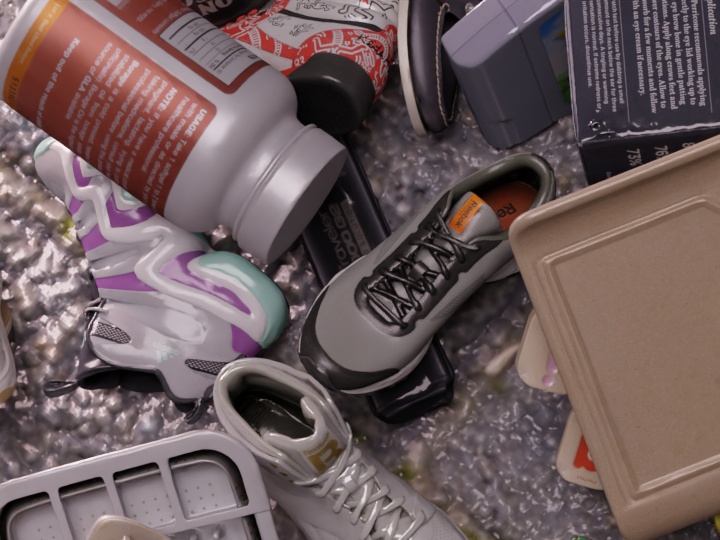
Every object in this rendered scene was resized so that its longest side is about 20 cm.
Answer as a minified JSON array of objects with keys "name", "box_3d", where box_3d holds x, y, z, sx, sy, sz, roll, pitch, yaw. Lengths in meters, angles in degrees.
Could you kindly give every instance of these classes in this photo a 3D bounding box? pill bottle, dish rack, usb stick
[{"name":"pill bottle","box_3d":[-0.111,-0.095,1.661,0.200,0.112,0.112,36,81,8]},{"name":"dish rack","box_3d":[-0.119,0.198,1.620,0.171,0.044,0.201,-15,98,5]},{"name":"usb stick","box_3d":[0.000,0.000,1.709,0.055,0.033,0.201,-26,68,6]}]

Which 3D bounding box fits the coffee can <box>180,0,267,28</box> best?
[{"name":"coffee can","box_3d":[-0.129,-0.252,1.736,0.145,0.200,0.147,-4,70,11]}]

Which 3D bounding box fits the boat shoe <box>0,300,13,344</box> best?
[{"name":"boat shoe","box_3d":[-0.282,0.098,1.715,0.072,0.065,0.200,17,55,30]}]

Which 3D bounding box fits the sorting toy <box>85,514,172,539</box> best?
[{"name":"sorting toy","box_3d":[-0.090,0.262,1.534,0.179,0.107,0.201,22,36,-14]}]

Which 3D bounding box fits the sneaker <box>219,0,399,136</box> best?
[{"name":"sneaker","box_3d":[-0.065,-0.136,1.760,0.200,0.067,0.108,1,43,31]}]

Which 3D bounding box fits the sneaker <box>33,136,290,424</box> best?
[{"name":"sneaker","box_3d":[-0.156,0.016,1.711,0.200,0.078,0.140,37,80,21]}]

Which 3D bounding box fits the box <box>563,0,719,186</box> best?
[{"name":"box","box_3d":[0.227,-0.097,1.633,0.199,0.148,0.105,-6,65,8]}]

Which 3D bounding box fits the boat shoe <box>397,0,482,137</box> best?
[{"name":"boat shoe","box_3d":[0.064,-0.177,1.739,0.062,0.073,0.201,1,66,15]}]

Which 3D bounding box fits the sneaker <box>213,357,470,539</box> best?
[{"name":"sneaker","box_3d":[-0.010,0.130,1.620,0.200,0.116,0.074,38,80,20]}]

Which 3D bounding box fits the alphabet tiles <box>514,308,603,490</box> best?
[{"name":"alphabet tiles","box_3d":[0.194,0.041,1.601,0.199,0.015,0.197,15,100,-10]}]

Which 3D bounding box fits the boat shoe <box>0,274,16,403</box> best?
[{"name":"boat shoe","box_3d":[-0.255,0.000,1.709,0.070,0.070,0.200,-19,42,-11]}]

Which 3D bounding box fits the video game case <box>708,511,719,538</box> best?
[{"name":"video game case","box_3d":[0.279,0.083,1.585,0.199,0.026,0.181,-31,93,0]}]

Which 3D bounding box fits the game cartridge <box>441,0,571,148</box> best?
[{"name":"game cartridge","box_3d":[0.147,-0.159,1.681,0.199,0.133,0.041,-32,59,0]}]

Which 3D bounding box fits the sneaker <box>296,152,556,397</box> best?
[{"name":"sneaker","box_3d":[0.039,-0.004,1.650,0.074,0.079,0.200,44,67,14]}]

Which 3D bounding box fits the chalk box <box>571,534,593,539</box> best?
[{"name":"chalk box","box_3d":[0.152,0.233,1.544,0.199,0.124,0.124,18,75,18]}]

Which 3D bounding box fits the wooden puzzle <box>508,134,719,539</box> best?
[{"name":"wooden puzzle","box_3d":[0.198,0.030,1.553,0.184,0.037,0.201,-21,98,0]}]
